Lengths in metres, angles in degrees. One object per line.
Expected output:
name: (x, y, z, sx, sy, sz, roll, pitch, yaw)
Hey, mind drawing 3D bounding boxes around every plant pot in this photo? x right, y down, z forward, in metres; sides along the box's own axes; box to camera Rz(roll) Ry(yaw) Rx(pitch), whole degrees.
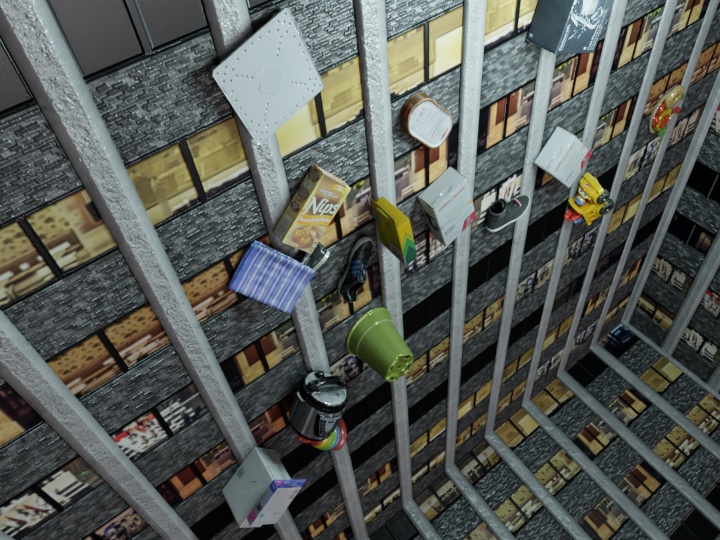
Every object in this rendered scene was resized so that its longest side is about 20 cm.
plant pot: (0.081, 0.266, 1.919, 0.196, 0.190, 0.205, -27, 140, -25)

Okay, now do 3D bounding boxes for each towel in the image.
towel: (-0.228, 0.022, 1.462, 0.196, 0.024, 0.147, 25, 107, -30)

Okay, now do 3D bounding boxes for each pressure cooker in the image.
pressure cooker: (-0.136, 0.431, 1.867, 0.177, 0.174, 0.205, -61, 176, -66)

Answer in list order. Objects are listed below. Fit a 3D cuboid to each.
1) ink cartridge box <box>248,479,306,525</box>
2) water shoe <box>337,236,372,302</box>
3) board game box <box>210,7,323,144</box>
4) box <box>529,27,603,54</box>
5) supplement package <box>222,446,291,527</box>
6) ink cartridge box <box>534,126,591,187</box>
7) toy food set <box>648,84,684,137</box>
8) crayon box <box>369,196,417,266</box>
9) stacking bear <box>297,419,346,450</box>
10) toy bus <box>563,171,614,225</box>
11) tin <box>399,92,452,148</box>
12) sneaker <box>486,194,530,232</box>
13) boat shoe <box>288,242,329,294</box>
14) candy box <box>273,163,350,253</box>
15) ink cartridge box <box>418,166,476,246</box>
ink cartridge box: (-0.275, 0.751, 1.866, 0.118, 0.042, 0.202, 22, 109, -50)
water shoe: (0.000, 0.000, 1.683, 0.070, 0.079, 0.205, -2, 124, -44)
board game box: (-0.187, -0.396, 1.170, 0.199, 0.026, 0.201, -43, 143, -7)
box: (0.593, -0.727, 1.582, 0.191, 0.124, 0.205, -15, 134, -33)
supplement package: (-0.352, 0.740, 1.943, 0.202, 0.156, 0.110, -51, 141, 7)
ink cartridge box: (0.729, -0.405, 2.038, 0.197, 0.083, 0.148, 13, 115, -50)
toy food set: (1.306, -0.677, 2.418, 0.196, 0.049, 0.203, 22, 106, -52)
crayon box: (0.096, -0.121, 1.628, 0.050, 0.127, 0.203, -35, 143, -12)
stacking bear: (-0.148, 0.590, 2.060, 0.198, 0.114, 0.123, 26, 105, -48)
toy bus: (0.927, -0.280, 2.350, 0.190, 0.138, 0.199, -38, 144, 16)
tin: (0.180, -0.400, 1.534, 0.197, 0.042, 0.113, 14, 117, -51)
sneaker: (0.531, -0.226, 2.023, 0.197, 0.071, 0.100, -35, 147, -10)
boat shoe: (-0.172, -0.001, 1.534, 0.199, 0.072, 0.068, -44, 108, 7)
candy box: (-0.122, -0.153, 1.436, 0.114, 0.055, 0.203, 18, 110, -51)
ink cartridge box: (0.275, -0.198, 1.777, 0.145, 0.083, 0.201, -41, 144, -7)
